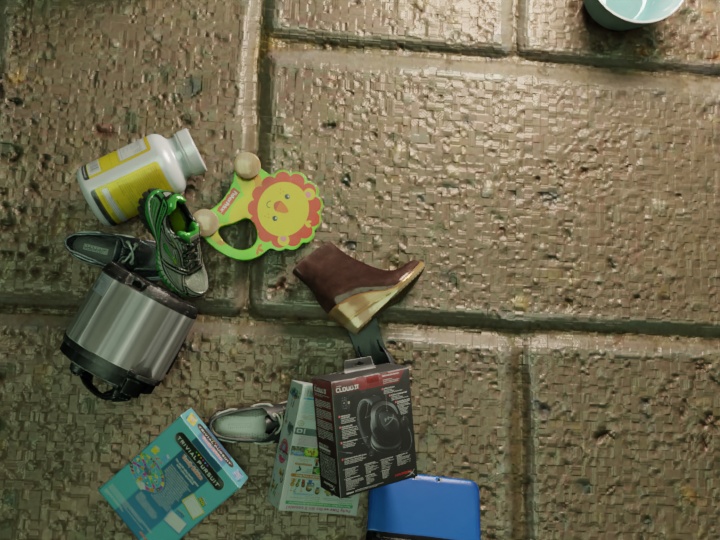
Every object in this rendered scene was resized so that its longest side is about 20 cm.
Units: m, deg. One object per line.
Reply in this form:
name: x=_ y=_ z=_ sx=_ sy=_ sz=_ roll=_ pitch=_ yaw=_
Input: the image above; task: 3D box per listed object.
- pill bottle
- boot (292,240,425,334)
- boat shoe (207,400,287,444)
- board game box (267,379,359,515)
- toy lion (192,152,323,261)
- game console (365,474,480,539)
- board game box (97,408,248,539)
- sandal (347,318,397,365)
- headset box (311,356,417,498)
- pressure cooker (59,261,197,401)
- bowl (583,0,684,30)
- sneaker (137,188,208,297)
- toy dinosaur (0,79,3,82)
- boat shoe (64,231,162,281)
pill bottle: x=-0.372 y=-0.165 z=1.141 sx=0.198 sy=0.112 sz=0.113 roll=-27 pitch=86 yaw=-7
boot: x=0.000 y=0.000 z=1.173 sx=0.199 sy=0.073 sz=0.166 roll=-37 pitch=73 yaw=-24
boat shoe: x=-0.162 y=0.261 z=1.133 sx=0.197 sy=0.060 sz=0.075 roll=2 pitch=81 yaw=-4
board game box: x=-0.062 y=0.297 z=1.109 sx=0.146 sy=0.064 sz=0.203 roll=15 pitch=81 yaw=-27
toy lion: x=-0.173 y=-0.099 z=1.180 sx=0.191 sy=0.069 sz=0.201 roll=37 pitch=82 yaw=-7
game console: x=0.103 y=0.462 z=1.151 sx=0.197 sy=0.119 sz=0.173 roll=8 pitch=114 yaw=-3
board game box: x=-0.309 y=0.352 z=1.091 sx=0.200 sy=0.047 sz=0.151 roll=-41 pitch=88 yaw=9
sandal: x=0.026 y=0.160 z=1.168 sx=0.075 sy=0.043 sz=0.202 roll=-26 pitch=86 yaw=-7
headset box: x=0.007 y=0.243 z=1.070 sx=0.147 sy=0.077 sz=0.203 roll=-6 pitch=91 yaw=-30
pressure cooker: x=-0.383 y=0.108 z=1.073 sx=0.177 sy=0.176 sz=0.202 roll=29 pitch=82 yaw=-7
bowl: x=0.506 y=-0.542 z=1.257 sx=0.198 sy=0.105 sz=0.204 roll=0 pitch=84 yaw=-4
sneaker: x=-0.302 y=-0.039 z=1.105 sx=0.078 sy=0.084 sz=0.202 roll=-44 pitch=129 yaw=-39
toy dinosaur: x=-0.701 y=-0.368 z=1.159 sx=0.134 sy=0.086 sz=0.202 roll=-12 pitch=68 yaw=-16
boat shoe: x=-0.407 y=-0.030 z=1.143 sx=0.198 sy=0.068 sz=0.073 roll=14 pitch=82 yaw=-5
